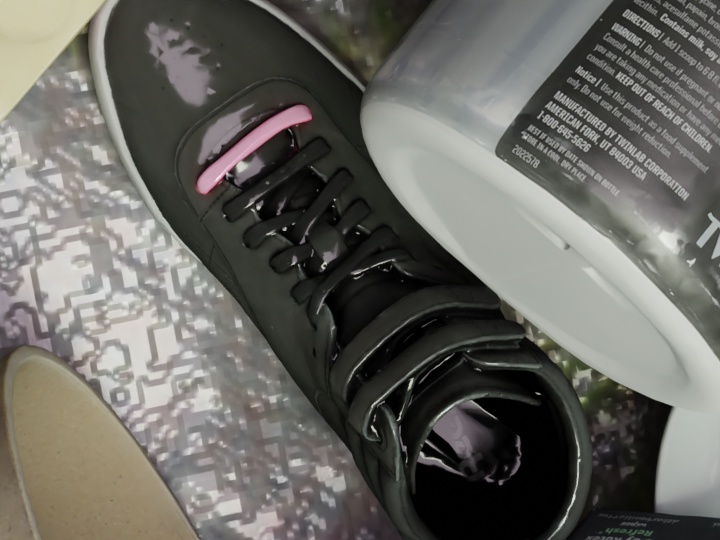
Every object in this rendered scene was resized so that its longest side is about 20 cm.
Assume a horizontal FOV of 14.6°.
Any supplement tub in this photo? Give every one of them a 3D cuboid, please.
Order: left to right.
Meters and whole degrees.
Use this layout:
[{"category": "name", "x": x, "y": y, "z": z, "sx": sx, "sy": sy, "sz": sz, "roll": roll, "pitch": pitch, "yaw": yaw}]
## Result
[{"category": "supplement tub", "x": 0.103, "y": -0.075, "z": 0.688, "sx": 0.123, "sy": 0.123, "sz": 0.200, "roll": 42, "pitch": 79, "yaw": -13}]

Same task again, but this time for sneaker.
[{"category": "sneaker", "x": 0.000, "y": 0.000, "z": 0.757, "sx": 0.071, "sy": 0.099, "sz": 0.200, "roll": -36, "pitch": 101, "yaw": -5}]

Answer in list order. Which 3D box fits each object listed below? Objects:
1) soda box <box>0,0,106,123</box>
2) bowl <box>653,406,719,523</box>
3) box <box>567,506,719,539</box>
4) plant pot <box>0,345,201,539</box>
[{"category": "soda box", "x": -0.072, "y": -0.121, "z": 0.747, "sx": 0.068, "sy": 0.064, "sz": 0.200, "roll": 41, "pitch": 85, "yaw": -13}, {"category": "bowl", "x": 0.187, "y": 0.063, "z": 0.754, "sx": 0.090, "sy": 0.201, "sz": 0.201, "roll": -41, "pitch": 107, "yaw": -50}, {"category": "box", "x": 0.073, "y": 0.160, "z": 0.691, "sx": 0.106, "sy": 0.200, "sz": 0.122, "roll": 2, "pitch": 116, "yaw": 30}, {"category": "plant pot", "x": -0.129, "y": 0.146, "z": 0.715, "sx": 0.200, "sy": 0.187, "sz": 0.187, "roll": -27, "pitch": 101, "yaw": 5}]
